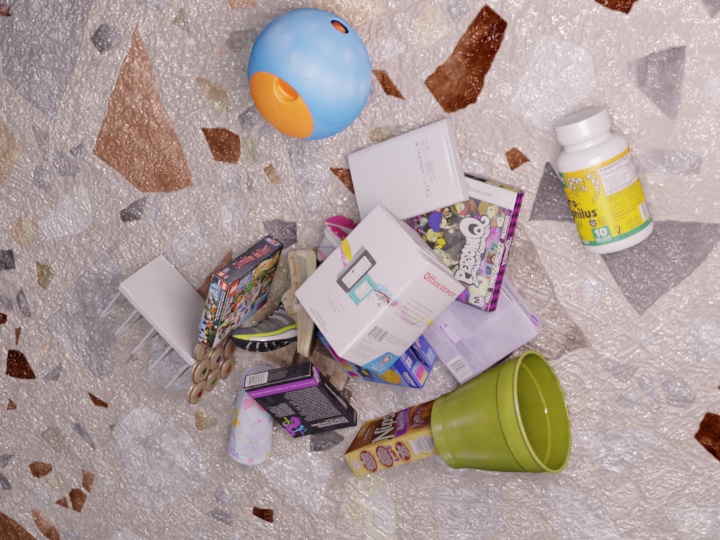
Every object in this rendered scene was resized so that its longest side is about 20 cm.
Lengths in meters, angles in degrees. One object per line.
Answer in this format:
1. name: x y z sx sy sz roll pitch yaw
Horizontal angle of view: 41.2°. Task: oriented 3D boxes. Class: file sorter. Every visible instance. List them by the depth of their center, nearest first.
1. file sorter: -0.383 0.103 1.852 0.200 0.139 0.124 47 124 -2

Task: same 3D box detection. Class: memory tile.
1. memory tile: -0.270 0.146 1.812 0.017 0.153 0.203 23 120 18

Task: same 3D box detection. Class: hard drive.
1. hard drive: 0.076 -0.155 1.579 0.198 0.026 0.134 -15 85 35

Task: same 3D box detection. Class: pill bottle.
1. pill bottle: 0.362 -0.138 1.451 0.111 0.113 0.203 -15 106 27

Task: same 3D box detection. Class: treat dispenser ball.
1. treat dispenser ball: -0.080 -0.309 1.514 0.197 0.201 0.205 8 115 19

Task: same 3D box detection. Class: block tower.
1. block tower: -0.105 0.149 1.801 0.198 0.054 0.059 28 119 11

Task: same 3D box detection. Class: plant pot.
1. plant pot: 0.228 0.258 1.629 0.191 0.200 0.203 -19 104 32

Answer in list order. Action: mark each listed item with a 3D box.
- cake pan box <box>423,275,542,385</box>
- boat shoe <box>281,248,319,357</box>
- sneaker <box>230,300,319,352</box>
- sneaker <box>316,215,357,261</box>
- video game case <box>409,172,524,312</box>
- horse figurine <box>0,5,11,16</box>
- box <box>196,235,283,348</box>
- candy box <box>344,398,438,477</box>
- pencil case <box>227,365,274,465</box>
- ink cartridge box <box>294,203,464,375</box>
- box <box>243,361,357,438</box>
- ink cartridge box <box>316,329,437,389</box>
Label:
1. cake pan box: 0.189 0.077 1.651 0.201 0.052 0.184 49 123 -2
2. boat shoe: -0.107 0.057 1.694 0.064 0.204 0.072 0 157 1
3. sneaker: -0.143 0.093 1.742 0.074 0.197 0.082 125 130 -62
4. sneaker: 0.000 0.000 1.678 0.200 0.081 0.089 48 130 18
5. video game case: 0.162 -0.056 1.569 0.179 0.036 0.204 22 108 31
6. horse figurine: -0.730 -0.549 1.769 0.131 0.050 0.202 -10 114 39
7. box: -0.213 0.035 1.713 0.037 0.200 0.138 27 120 12
8. candy box: 0.078 0.303 1.752 0.198 0.117 0.057 -24 103 28
9. pencil case: -0.204 0.285 1.884 0.089 0.083 0.203 3 120 -25
10. ink cartridge box: 0.032 0.032 1.514 0.200 0.146 0.146 -46 57 9
11. box: -0.109 0.245 1.790 0.141 0.037 0.201 -14 138 21
12. ink cartridge box: 0.041 0.131 1.663 0.197 0.077 0.137 1 139 39
